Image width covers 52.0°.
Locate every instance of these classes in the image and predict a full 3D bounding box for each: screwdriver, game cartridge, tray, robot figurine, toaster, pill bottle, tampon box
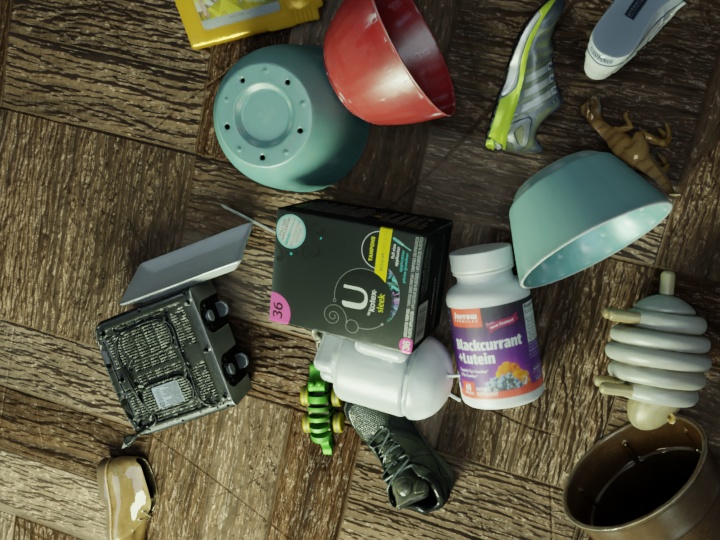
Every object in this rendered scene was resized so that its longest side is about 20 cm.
[{"bbox_3d":[-0.116,-0.049,1.062,0.198,0.028,0.029,23,132,10],"label":"screwdriver"},{"bbox_3d":[-0.160,-0.400,0.974,0.198,0.033,0.178,-9,121,14],"label":"game cartridge"},{"bbox_3d":[-0.245,-0.004,1.064,0.198,0.108,0.022,-19,120,15],"label":"tray"},{"bbox_3d":[0.040,0.133,0.995,0.198,0.170,0.114,13,69,17],"label":"robot figurine"},{"bbox_3d":[-0.274,0.130,1.078,0.198,0.119,0.182,-20,94,15],"label":"toaster"},{"bbox_3d":[0.173,0.070,0.970,0.110,0.111,0.202,-9,97,14],"label":"pill bottle"},{"bbox_3d":[0.000,0.000,0.949,0.198,0.126,0.151,11,105,19],"label":"tampon box"}]

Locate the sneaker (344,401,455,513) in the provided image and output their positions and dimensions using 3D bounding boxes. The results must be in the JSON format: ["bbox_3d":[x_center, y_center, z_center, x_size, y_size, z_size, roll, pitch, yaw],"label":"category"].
[{"bbox_3d":[0.050,0.256,1.030,0.076,0.114,0.200,-42,87,14],"label":"sneaker"}]

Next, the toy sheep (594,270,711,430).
[{"bbox_3d":[0.370,0.101,0.925,0.136,0.138,0.202,7,95,11],"label":"toy sheep"}]

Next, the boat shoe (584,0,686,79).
[{"bbox_3d":[0.336,-0.305,0.893,0.074,0.086,0.203,35,76,9],"label":"boat shoe"}]

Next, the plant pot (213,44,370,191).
[{"bbox_3d":[-0.100,-0.200,0.962,0.198,0.161,0.203,2,99,13],"label":"plant pot"}]

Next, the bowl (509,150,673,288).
[{"bbox_3d":[0.262,-0.072,0.900,0.200,0.201,0.106,-29,73,15],"label":"bowl"}]

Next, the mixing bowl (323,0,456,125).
[{"bbox_3d":[0.024,-0.259,0.915,0.108,0.200,0.202,-24,94,26],"label":"mixing bowl"}]

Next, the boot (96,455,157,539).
[{"bbox_3d":[-0.358,0.393,1.171,0.075,0.074,0.202,-10,95,4],"label":"boot"}]

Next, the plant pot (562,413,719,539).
[{"bbox_3d":[0.394,0.323,0.932,0.200,0.200,0.199,-35,99,16],"label":"plant pot"}]

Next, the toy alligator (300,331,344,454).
[{"bbox_3d":[-0.060,0.178,1.071,0.059,0.054,0.202,-2,99,12],"label":"toy alligator"}]

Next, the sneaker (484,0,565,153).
[{"bbox_3d":[0.223,-0.242,0.935,0.080,0.074,0.202,17,110,3],"label":"sneaker"}]

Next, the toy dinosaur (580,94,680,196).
[{"bbox_3d":[0.341,-0.137,0.897,0.201,0.105,0.061,57,144,37],"label":"toy dinosaur"}]
